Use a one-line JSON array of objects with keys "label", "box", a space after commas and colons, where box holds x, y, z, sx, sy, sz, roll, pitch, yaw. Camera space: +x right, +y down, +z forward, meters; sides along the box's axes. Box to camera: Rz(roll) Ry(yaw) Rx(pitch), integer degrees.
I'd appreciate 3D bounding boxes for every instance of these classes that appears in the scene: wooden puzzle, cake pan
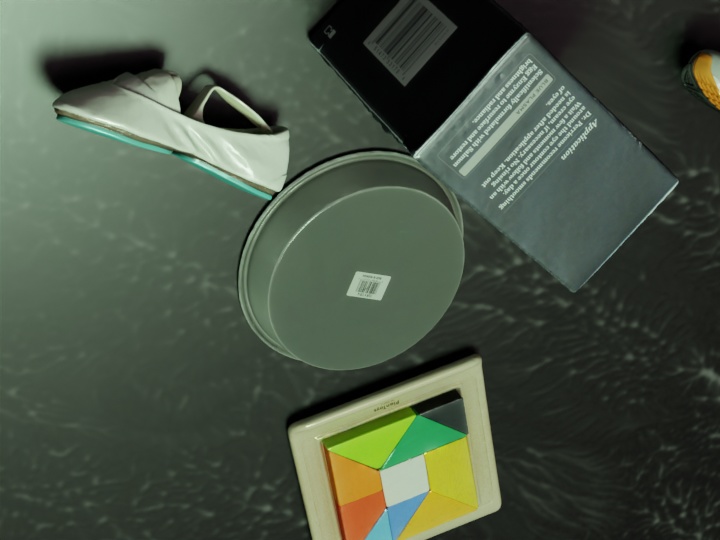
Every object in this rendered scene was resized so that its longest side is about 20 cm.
[{"label": "wooden puzzle", "box": [0.037, 0.182, 1.498, 0.184, 0.037, 0.201, -20, 128, -14]}, {"label": "cake pan", "box": [0.000, 0.000, 1.356, 0.199, 0.037, 0.201, -13, 127, -18]}]

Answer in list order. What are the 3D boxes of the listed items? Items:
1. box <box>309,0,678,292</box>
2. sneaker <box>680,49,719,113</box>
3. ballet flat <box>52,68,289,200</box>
[{"label": "box", "box": [0.095, -0.117, 1.220, 0.117, 0.197, 0.200, -47, 129, 8]}, {"label": "sneaker", "box": [0.348, -0.159, 1.407, 0.199, 0.076, 0.092, 20, 104, -43]}, {"label": "ballet flat", "box": [-0.131, -0.109, 1.209, 0.199, 0.070, 0.070, 19, 112, -39]}]
